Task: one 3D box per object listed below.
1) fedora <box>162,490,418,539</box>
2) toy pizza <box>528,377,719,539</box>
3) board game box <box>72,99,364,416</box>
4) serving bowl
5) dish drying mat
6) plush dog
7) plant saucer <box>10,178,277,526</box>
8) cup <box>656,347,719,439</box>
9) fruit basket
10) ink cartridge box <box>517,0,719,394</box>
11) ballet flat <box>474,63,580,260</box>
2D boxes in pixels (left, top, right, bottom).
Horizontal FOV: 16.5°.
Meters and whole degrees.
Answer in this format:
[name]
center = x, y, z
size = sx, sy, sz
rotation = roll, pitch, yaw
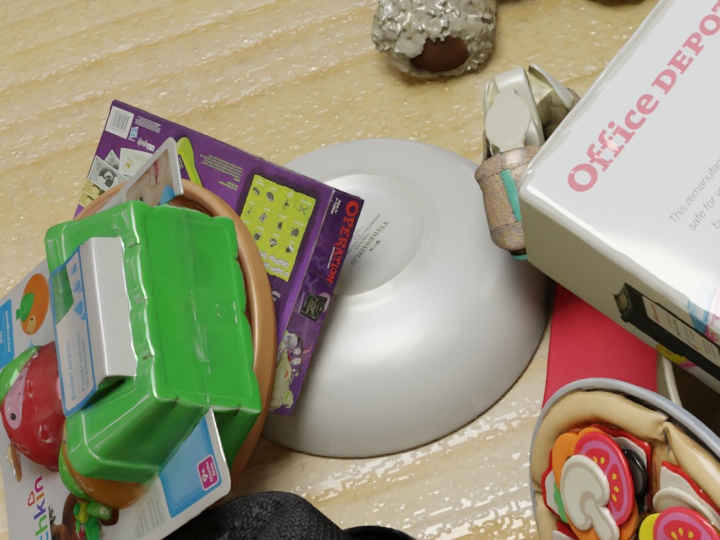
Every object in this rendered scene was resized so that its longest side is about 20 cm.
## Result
[fedora]
center = -0.061, 0.173, 1.166
size = 0.200, 0.092, 0.201
rotation = -28, 26, 15
[toy pizza]
center = 0.133, 0.144, 1.114
size = 0.032, 0.201, 0.200
rotation = -25, 49, -27
[board game box]
center = -0.087, -0.010, 1.329
size = 0.200, 0.032, 0.121
rotation = 24, 92, 46
[serving bowl]
center = 0.000, 0.000, 1.346
size = 0.199, 0.066, 0.201
rotation = -8, 51, 9
[dish drying mat]
center = 0.144, 0.003, 1.338
size = 0.076, 0.018, 0.201
rotation = 1, 53, 12
[plush dog]
center = 0.072, -0.236, 1.443
size = 0.199, 0.172, 0.161
rotation = -23, 50, -3
[plant saucer]
center = -0.109, 0.052, 1.290
size = 0.200, 0.037, 0.201
rotation = -16, 67, 43
[cup]
center = 0.224, 0.071, 1.167
size = 0.199, 0.143, 0.201
rotation = 3, 64, -6
[fruit basket]
center = -0.135, 0.058, 1.223
size = 0.200, 0.093, 0.186
rotation = -32, 57, 40
[ink cartridge box]
center = 0.188, -0.020, 1.067
size = 0.200, 0.083, 0.146
rotation = 36, 76, 19
[ballet flat]
center = 0.092, -0.071, 1.320
size = 0.068, 0.067, 0.200
rotation = -24, 16, 11
